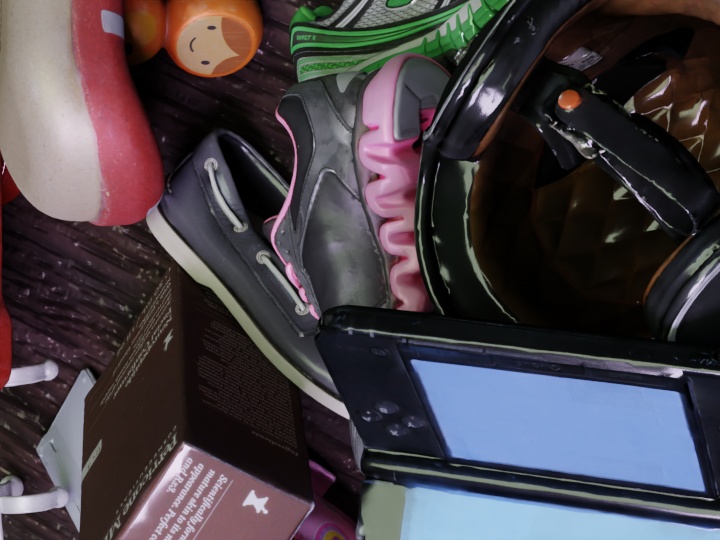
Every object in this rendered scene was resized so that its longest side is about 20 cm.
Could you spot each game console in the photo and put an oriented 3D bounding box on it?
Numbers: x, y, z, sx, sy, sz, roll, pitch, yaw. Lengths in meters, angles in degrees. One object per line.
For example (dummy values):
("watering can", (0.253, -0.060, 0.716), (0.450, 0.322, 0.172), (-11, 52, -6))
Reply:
("game console", (0.079, 0.113, 1.042), (0.200, 0.176, 0.117), (6, 60, 19))

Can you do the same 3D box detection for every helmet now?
("helmet", (0.121, -0.041, 1.081), (0.200, 0.191, 0.200), (0, 69, -1))

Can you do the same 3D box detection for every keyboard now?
("keyboard", (-0.118, 0.128, 1.276), (0.056, 0.011, 0.200), (-55, 41, 16))

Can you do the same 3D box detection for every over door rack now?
("over door rack", (-0.227, 0.120, 1.361), (0.200, 0.067, 0.148), (-4, 92, 42))

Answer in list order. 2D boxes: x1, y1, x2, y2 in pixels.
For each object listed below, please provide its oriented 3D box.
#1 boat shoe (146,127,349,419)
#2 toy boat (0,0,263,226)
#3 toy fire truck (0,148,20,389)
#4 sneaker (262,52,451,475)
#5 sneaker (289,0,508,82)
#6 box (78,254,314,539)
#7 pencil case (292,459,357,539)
("boat shoe", (-0.022, 0.007, 1.229), (0.200, 0.073, 0.063), (41, 114, 22))
("toy boat", (-0.113, -0.121, 1.247), (0.131, 0.131, 0.200), (1, 73, -11))
("toy fire truck", (-0.260, -0.015, 1.314), (0.200, 0.112, 0.168), (-3, 84, 37))
("sneaker", (0.000, 0.000, 1.163), (0.095, 0.079, 0.200), (2, 98, 31))
("sneaker", (0.041, -0.135, 1.178), (0.200, 0.078, 0.085), (-32, 79, 27))
("box", (-0.081, 0.086, 1.195), (0.075, 0.200, 0.100), (28, 109, -18))
("pencil case", (-0.072, 0.189, 1.271), (0.087, 0.087, 0.200), (40, 111, 19))
